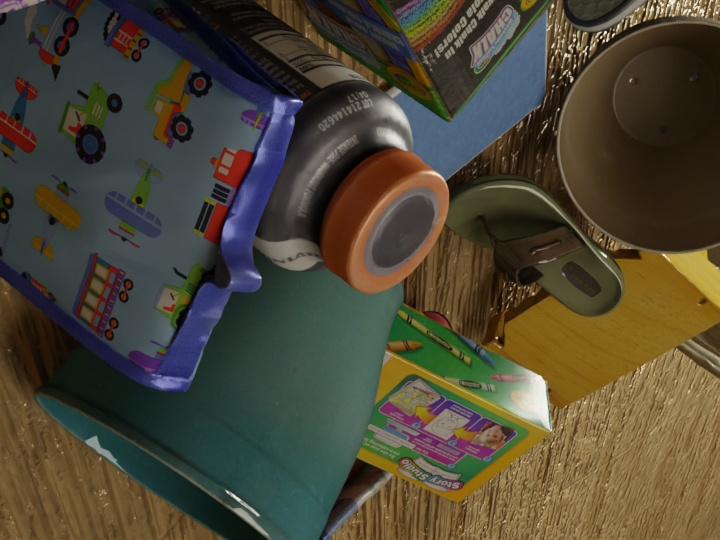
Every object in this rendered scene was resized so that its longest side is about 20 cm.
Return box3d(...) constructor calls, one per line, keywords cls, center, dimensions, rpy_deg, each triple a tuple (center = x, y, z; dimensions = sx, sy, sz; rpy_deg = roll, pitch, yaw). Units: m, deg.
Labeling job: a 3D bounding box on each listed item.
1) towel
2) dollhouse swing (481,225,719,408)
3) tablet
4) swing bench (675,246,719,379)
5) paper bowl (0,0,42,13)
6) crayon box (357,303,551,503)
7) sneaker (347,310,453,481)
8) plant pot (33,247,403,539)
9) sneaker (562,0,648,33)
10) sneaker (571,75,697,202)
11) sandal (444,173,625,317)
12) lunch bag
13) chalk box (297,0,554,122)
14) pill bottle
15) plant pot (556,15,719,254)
box3d(cls="towel", center=(0.014, 0.177, 1.040), dimensions=(0.200, 0.024, 0.147), rpy_deg=(-40, -177, -26))
box3d(cls="dollhouse swing", center=(0.242, 0.006, 1.163), dimensions=(0.199, 0.177, 0.181), rpy_deg=(-35, 124, 31))
box3d(cls="tablet", center=(0.076, -0.129, 0.899), dimensions=(0.199, 0.014, 0.131), rpy_deg=(-40, 147, -22))
box3d(cls="swing bench", center=(0.435, 0.011, 1.336), dimensions=(0.129, 0.198, 0.202), rpy_deg=(-7, 129, -49))
box3d(cls="paper bowl", center=(-0.155, -0.206, 0.426), dimensions=(0.200, 0.104, 0.202), rpy_deg=(-34, 144, -28))
box3d(cls="crayon box", center=(0.037, 0.099, 0.905), dimensions=(0.198, 0.059, 0.119), rpy_deg=(28, 129, -23))
box3d(cls="sneaker", center=(0.006, 0.107, 0.991), dimensions=(0.200, 0.074, 0.087), rpy_deg=(-46, 147, -10))
box3d(cls="plant pot", center=(-0.071, 0.059, 0.740), dimensions=(0.189, 0.198, 0.201), rpy_deg=(-57, 152, -20))
box3d(cls="sneaker", center=(0.254, -0.247, 0.950), dimensions=(0.203, 0.077, 0.146), rpy_deg=(-51, 146, -4))
box3d(cls="sneaker", center=(0.298, -0.125, 1.135), dimensions=(0.201, 0.079, 0.078), rpy_deg=(-53, 148, -1))
box3d(cls="sandal", center=(0.155, -0.015, 0.989), dimensions=(0.200, 0.058, 0.080), rpy_deg=(32, 127, -22))
box3d(cls="lunch bag", center=(-0.115, -0.051, 0.544), dimensions=(0.094, 0.200, 0.152), rpy_deg=(0, 123, -52))
box3d(cls="chalk box", center=(0.033, -0.186, 0.680), dimensions=(0.125, 0.124, 0.200), rpy_deg=(-49, 150, -6))
box3d(cls="pill bottle", center=(-0.044, -0.071, 0.618), dimensions=(0.106, 0.200, 0.107), rpy_deg=(-32, 144, -27))
box3d(cls="plant pot", center=(0.270, -0.134, 1.014), dimensions=(0.135, 0.198, 0.202), rpy_deg=(-72, -177, -64))
